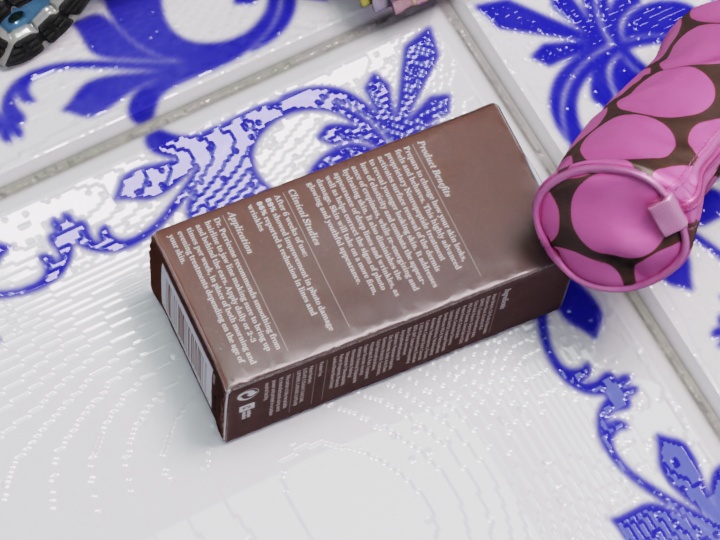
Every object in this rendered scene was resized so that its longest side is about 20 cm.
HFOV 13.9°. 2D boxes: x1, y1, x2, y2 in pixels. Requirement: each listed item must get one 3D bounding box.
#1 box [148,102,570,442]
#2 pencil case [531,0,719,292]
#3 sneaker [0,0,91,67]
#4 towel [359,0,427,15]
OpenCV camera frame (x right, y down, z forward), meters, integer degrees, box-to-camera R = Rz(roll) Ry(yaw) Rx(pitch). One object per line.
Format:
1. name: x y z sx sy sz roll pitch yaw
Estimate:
1. box: 0.000 0.000 1.532 0.200 0.075 0.100 -21 68 -12
2. pencil case: 0.168 -0.069 1.530 0.094 0.091 0.200 1 33 32
3. sneaker: -0.151 -0.201 1.598 0.200 0.078 0.090 -34 60 -3
4. towel: 0.071 -0.237 1.612 0.200 0.144 0.023 -28 33 -25
